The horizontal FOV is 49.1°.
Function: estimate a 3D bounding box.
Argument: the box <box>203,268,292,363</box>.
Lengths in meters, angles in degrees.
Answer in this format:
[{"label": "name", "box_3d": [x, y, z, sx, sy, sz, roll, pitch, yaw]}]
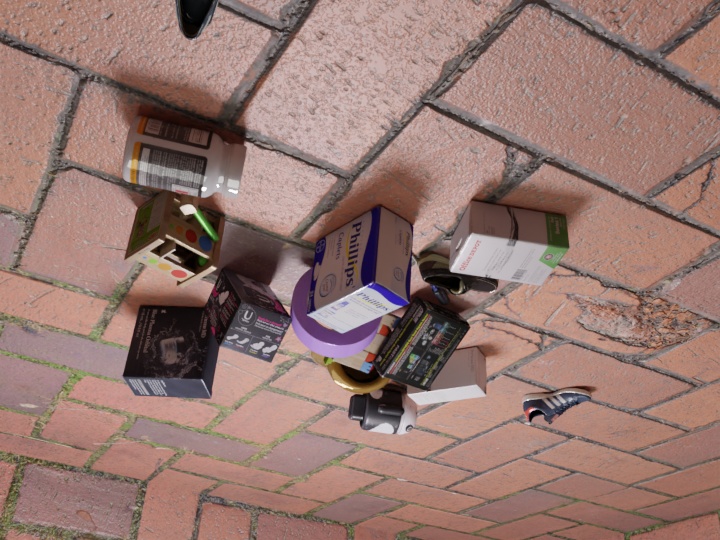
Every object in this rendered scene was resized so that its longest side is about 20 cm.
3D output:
[{"label": "box", "box_3d": [-0.249, 0.095, 1.731, 0.131, 0.200, 0.116, 22, 102, -28]}]

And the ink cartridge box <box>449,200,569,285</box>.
[{"label": "ink cartridge box", "box_3d": [0.288, -0.052, 1.550, 0.198, 0.085, 0.146, 9, 148, -8]}]

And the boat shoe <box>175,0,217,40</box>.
[{"label": "boat shoe", "box_3d": [-0.219, -0.401, 1.068, 0.074, 0.062, 0.200, 16, 146, -15]}]

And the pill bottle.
[{"label": "pill bottle", "box_3d": [-0.303, -0.191, 1.366, 0.198, 0.117, 0.117, 12, 148, -12]}]

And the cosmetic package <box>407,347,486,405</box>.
[{"label": "cosmetic package", "box_3d": [0.228, 0.279, 2.069, 0.198, 0.114, 0.081, -15, 144, 26]}]

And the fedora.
[{"label": "fedora", "box_3d": [-0.002, 0.201, 1.951, 0.199, 0.203, 0.082, 12, -176, -13]}]

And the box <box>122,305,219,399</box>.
[{"label": "box", "box_3d": [-0.457, 0.200, 1.941, 0.198, 0.198, 0.118, 2, 148, 4]}]

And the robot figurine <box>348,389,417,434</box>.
[{"label": "robot figurine", "box_3d": [0.066, 0.410, 2.283, 0.198, 0.151, 0.126, 9, 113, -8]}]

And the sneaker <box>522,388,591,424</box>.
[{"label": "sneaker", "box_3d": [0.559, 0.390, 2.232, 0.198, 0.085, 0.075, -15, 144, 28]}]

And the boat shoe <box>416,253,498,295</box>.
[{"label": "boat shoe", "box_3d": [0.210, 0.023, 1.697, 0.198, 0.065, 0.073, 15, 144, -19]}]

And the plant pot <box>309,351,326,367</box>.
[{"label": "plant pot", "box_3d": [-0.034, 0.215, 2.077, 0.198, 0.028, 0.201, 4, 149, 2]}]

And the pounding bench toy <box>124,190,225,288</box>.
[{"label": "pounding bench toy", "box_3d": [-0.336, -0.072, 1.554, 0.199, 0.125, 0.155, -25, 139, 38]}]

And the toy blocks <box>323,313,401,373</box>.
[{"label": "toy blocks", "box_3d": [0.018, 0.159, 1.867, 0.136, 0.100, 0.201, 23, 102, -23]}]

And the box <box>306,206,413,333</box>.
[{"label": "box", "box_3d": [0.000, 0.000, 1.575, 0.105, 0.185, 0.199, 30, 140, -33]}]

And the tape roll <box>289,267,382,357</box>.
[{"label": "tape roll", "box_3d": [-0.051, 0.083, 1.699, 0.198, 0.202, 0.066, 7, 150, -5]}]

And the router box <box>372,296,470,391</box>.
[{"label": "router box", "box_3d": [0.143, 0.174, 1.850, 0.149, 0.062, 0.201, 23, 107, -36]}]

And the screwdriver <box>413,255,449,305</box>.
[{"label": "screwdriver", "box_3d": [0.148, 0.021, 1.743, 0.029, 0.028, 0.200, -37, 135, 9]}]
